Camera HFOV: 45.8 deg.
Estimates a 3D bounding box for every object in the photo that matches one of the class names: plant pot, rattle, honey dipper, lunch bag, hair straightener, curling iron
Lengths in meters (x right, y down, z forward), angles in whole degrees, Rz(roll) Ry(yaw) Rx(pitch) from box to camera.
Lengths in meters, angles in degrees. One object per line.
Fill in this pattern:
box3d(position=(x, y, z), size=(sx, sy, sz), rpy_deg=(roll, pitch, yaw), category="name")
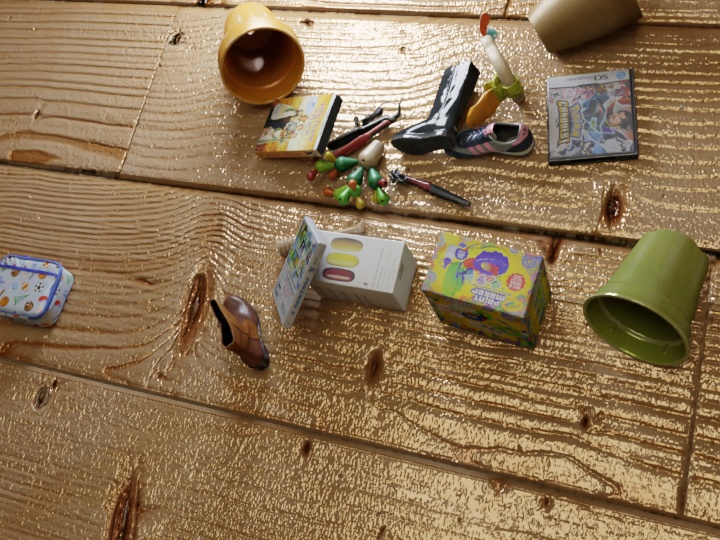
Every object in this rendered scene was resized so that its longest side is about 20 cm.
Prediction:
box3d(position=(-0.245, -0.526, 2.000), size=(0.198, 0.201, 0.185), rpy_deg=(-26, 47, 6), category="plant pot")
box3d(position=(0.458, -0.555, 1.789), size=(0.198, 0.186, 0.189), rpy_deg=(-31, 62, 18), category="plant pot")
box3d(position=(0.259, -0.429, 1.826), size=(0.142, 0.129, 0.202), rpy_deg=(-36, 75, 31), category="rattle")
box3d(position=(-0.084, -0.073, 1.845), size=(0.197, 0.038, 0.039), rpy_deg=(-14, 65, 8), category="honey dipper")
box3d(position=(-0.784, 0.042, 2.005), size=(0.197, 0.076, 0.163), rpy_deg=(9, 70, 20), category="lunch bag")
box3d(position=(0.529, 0.036, 1.527), size=(0.198, 0.201, 0.185), rpy_deg=(26, 67, 25), category="plant pot")
box3d(position=(0.008, -0.328, 1.907), size=(0.199, 0.041, 0.078), rpy_deg=(-35, 62, 9), category="hair straightener")
box3d(position=(0.143, -0.170, 1.808), size=(0.198, 0.026, 0.050), rpy_deg=(24, 41, 21), category="curling iron")

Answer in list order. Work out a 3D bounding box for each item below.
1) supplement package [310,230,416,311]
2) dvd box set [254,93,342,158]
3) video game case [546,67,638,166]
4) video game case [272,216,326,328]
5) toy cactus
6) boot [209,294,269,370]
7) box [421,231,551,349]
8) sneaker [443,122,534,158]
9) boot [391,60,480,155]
box3d(position=(0.000, 0.000, 1.744), size=(0.197, 0.110, 0.116), rpy_deg=(8, 72, 21), category="supplement package")
box3d(position=(-0.142, -0.326, 1.929), size=(0.198, 0.029, 0.148), rpy_deg=(6, 69, 40), category="dvd box set")
box3d(position=(0.477, -0.318, 1.761), size=(0.177, 0.026, 0.204), rpy_deg=(-3, 68, 17), category="video game case")
box3d(position=(-0.127, 0.000, 1.730), size=(0.022, 0.200, 0.185), rpy_deg=(20, 103, -17), category="video game case")
box3d(position=(-0.008, -0.218, 1.851), size=(0.198, 0.103, 0.166), rpy_deg=(23, 69, 33), category="toy cactus")
box3d(position=(-0.268, 0.104, 1.740), size=(0.068, 0.200, 0.191), rpy_deg=(-23, 64, 8), category="boot")
box3d(position=(0.241, 0.040, 1.603), size=(0.197, 0.193, 0.124), rpy_deg=(16, 74, 22), category="box")
box3d(position=(0.261, -0.283, 1.785), size=(0.197, 0.082, 0.071), rpy_deg=(-2, 68, 22), category="sneaker")
box3d(position=(0.163, -0.355, 1.853), size=(0.163, 0.066, 0.203), rpy_deg=(1, 64, 36), category="boot")
